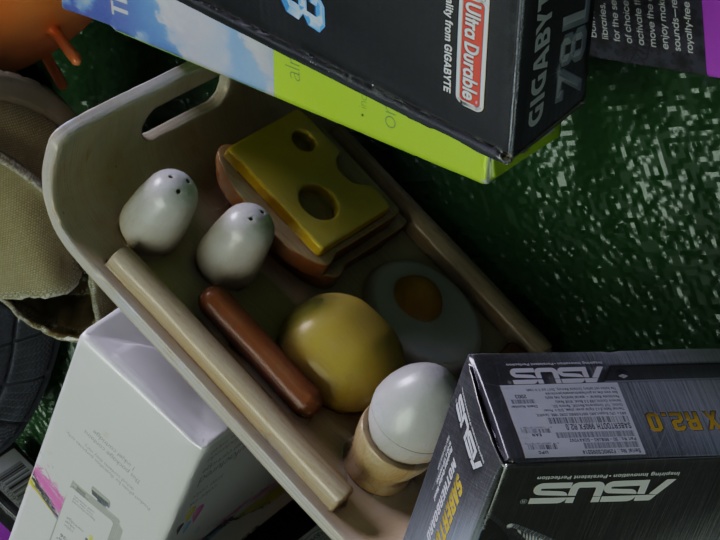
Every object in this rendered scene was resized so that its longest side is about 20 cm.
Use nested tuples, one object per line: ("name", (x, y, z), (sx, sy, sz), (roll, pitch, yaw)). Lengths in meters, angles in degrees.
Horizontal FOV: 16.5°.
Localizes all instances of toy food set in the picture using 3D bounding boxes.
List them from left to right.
("toy food set", (0.000, 0.000, 0.893), (0.200, 0.143, 0.060), (47, 135, 10))

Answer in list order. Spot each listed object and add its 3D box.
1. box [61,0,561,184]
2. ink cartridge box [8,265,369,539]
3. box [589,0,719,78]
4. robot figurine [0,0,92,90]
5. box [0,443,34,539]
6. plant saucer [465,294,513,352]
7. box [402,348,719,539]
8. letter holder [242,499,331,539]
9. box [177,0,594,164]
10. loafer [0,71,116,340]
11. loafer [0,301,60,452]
("box", (-0.021, -0.120, 0.855), (0.200, 0.048, 0.122), (24, 129, 32))
("ink cartridge box", (-0.071, 0.080, 0.979), (0.067, 0.116, 0.200), (41, 138, 15))
("box", (0.061, -0.145, 0.823), (0.200, 0.036, 0.143), (13, 123, 36))
("robot figurine", (-0.168, -0.159, 0.973), (0.144, 0.117, 0.200), (-31, 94, 35))
("box", (-0.156, 0.198, 1.242), (0.143, 0.036, 0.200), (42, 136, 16))
("plant saucer", (0.006, 0.081, 1.021), (0.200, 0.037, 0.201), (24, 130, 32))
("box", (0.113, 0.095, 0.815), (0.048, 0.199, 0.159), (-108, 25, -43))
("letter holder", (-0.009, 0.177, 0.919), (0.100, 0.200, 0.142), (-12, 107, 46))
("box", (-0.016, -0.156, 0.744), (0.198, 0.050, 0.200), (30, 139, 28))
("loafer", (-0.138, -0.024, 0.977), (0.076, 0.200, 0.068), (-4, 72, 24))
("loafer", (-0.176, -0.009, 1.125), (0.063, 0.072, 0.200), (42, 135, 44))
